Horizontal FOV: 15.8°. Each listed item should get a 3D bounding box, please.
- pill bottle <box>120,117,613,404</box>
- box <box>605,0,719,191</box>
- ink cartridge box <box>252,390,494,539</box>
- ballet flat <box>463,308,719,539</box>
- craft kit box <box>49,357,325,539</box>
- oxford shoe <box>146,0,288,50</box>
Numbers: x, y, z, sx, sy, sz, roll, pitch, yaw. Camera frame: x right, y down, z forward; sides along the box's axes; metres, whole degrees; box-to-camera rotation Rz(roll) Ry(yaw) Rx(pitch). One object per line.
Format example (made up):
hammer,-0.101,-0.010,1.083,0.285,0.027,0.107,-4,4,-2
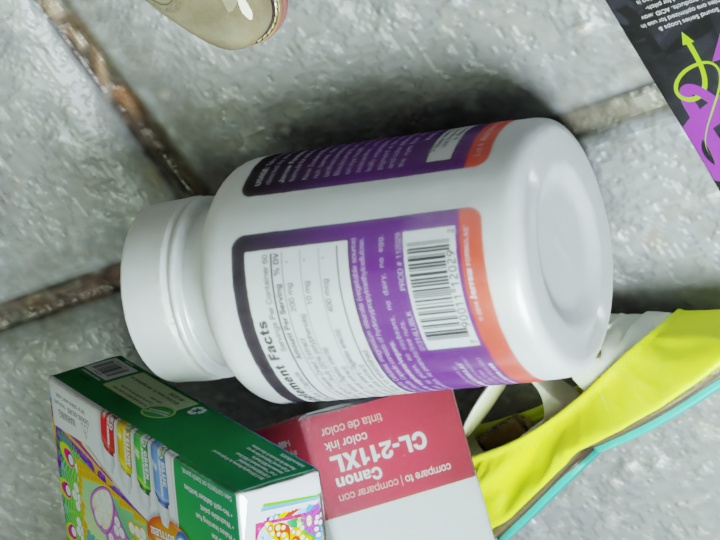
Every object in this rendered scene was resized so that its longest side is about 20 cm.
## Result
pill bottle,0.000,0.000,1.129,0.199,0.112,0.112,-6,126,27
box,0.162,-0.126,1.008,0.142,0.036,0.200,-16,120,33
ink cartridge box,0.003,0.164,1.193,0.146,0.082,0.201,-23,81,60
ballet flat,0.100,0.058,1.177,0.067,0.067,0.200,52,133,3
craft kit box,-0.075,0.160,1.184,0.200,0.048,0.199,22,124,58
oxford shoe,-0.116,-0.152,1.069,0.200,0.075,0.070,40,132,-14
